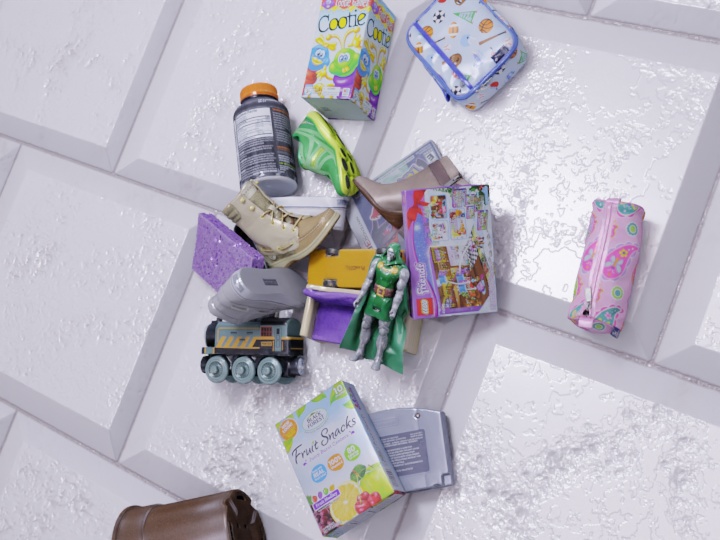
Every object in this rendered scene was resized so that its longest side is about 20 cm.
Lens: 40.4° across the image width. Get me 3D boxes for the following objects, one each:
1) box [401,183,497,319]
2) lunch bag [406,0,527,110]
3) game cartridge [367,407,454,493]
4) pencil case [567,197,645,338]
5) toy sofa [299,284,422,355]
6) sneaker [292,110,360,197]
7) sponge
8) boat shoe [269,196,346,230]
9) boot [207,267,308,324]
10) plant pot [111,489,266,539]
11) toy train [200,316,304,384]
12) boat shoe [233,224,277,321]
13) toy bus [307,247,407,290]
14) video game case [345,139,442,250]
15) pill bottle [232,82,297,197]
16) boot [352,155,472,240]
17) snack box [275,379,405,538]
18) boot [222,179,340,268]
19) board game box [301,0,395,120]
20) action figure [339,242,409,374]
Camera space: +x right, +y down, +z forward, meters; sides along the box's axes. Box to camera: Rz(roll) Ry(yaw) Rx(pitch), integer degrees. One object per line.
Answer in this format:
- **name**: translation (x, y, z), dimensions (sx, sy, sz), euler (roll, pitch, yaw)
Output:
- **box**: translation (0.139, -0.030, 1.530), dimensions (0.135, 0.039, 0.203), euler (-4, 93, -6)
- **lunch bag**: translation (0.176, -0.375, 1.654), dimensions (0.160, 0.075, 0.201), euler (-42, 61, 13)
- **game cartridge**: translation (0.049, 0.290, 1.559), dimensions (0.198, 0.041, 0.135), euler (-14, 74, 22)
- **pencil case**: translation (0.365, -0.004, 1.453), dimensions (0.087, 0.087, 0.202), euler (11, 81, 28)
- **toy sofa**: translation (-0.003, 0.082, 1.606), dimensions (0.198, 0.097, 0.084), euler (6, 78, 27)
- **sneaker**: translation (-0.061, -0.193, 1.727), dimensions (0.083, 0.074, 0.201), euler (-39, 52, 14)
- **sponge**: translation (-0.239, -0.014, 1.737), dimensions (0.200, 0.030, 0.113), euler (36, 122, 44)
- **boat shoe**: translation (-0.113, -0.096, 1.723), dimensions (0.198, 0.073, 0.066), euler (2, 92, 38)
- **boot**: translation (-0.169, 0.046, 1.650), dimensions (0.095, 0.199, 0.074), euler (-37, 62, 27)
- **plant pot**: translation (-0.269, 0.458, 1.593), dimensions (0.196, 0.200, 0.203), euler (-19, 68, 13)
- **toy train**: translation (-0.186, 0.137, 1.683), dimensions (0.198, 0.085, 0.116), euler (-1, 83, 24)
- **boat shoe**: translation (-0.195, 0.008, 1.740), dimensions (0.072, 0.063, 0.203), euler (-16, 71, 19)
- **toy bus**: translation (0.000, 0.000, 1.614), dimensions (0.198, 0.078, 0.066), euler (0, 83, 38)
- **video game case**: translation (0.079, -0.095, 1.655), dimensions (0.199, 0.023, 0.184), euler (-33, 64, 15)
- **pill bottle**: translation (-0.175, -0.237, 1.773), dimensions (0.105, 0.106, 0.203), euler (-15, 70, 22)
- **boot**: translation (0.095, -0.133, 1.614), dimensions (0.146, 0.070, 0.200), euler (-44, 63, 3)
- **snack box**: translation (-0.035, 0.298, 1.549), dimensions (0.141, 0.053, 0.201), euler (-34, 63, 14)
- **boot**: translation (-0.137, -0.092, 1.652), dimensions (0.199, 0.156, 0.073), euler (-29, 17, 49)
- **board game box**: translation (-0.019, -0.381, 1.734), dimensions (0.102, 0.105, 0.203), euler (7, 80, 27)
- **action figure**: translation (0.032, 0.052, 1.516), dimensions (0.117, 0.055, 0.203), euler (18, 107, 20)
